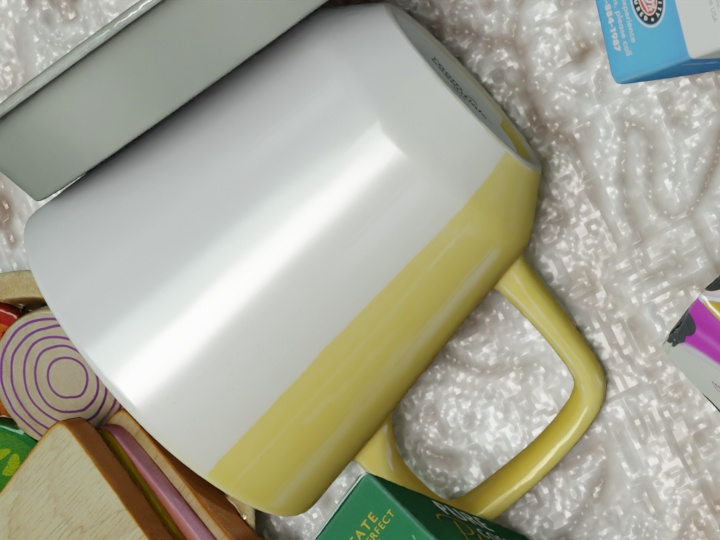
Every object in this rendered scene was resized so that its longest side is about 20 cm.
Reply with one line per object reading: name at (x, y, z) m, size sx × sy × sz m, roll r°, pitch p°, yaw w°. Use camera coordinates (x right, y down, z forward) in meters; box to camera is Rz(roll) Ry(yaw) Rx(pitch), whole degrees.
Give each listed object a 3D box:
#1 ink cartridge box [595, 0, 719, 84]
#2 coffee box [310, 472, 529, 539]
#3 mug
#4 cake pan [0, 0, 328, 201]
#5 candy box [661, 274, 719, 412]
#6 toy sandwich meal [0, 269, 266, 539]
ink cartridge box at (0.160, -0.141, 0.792) m, size 0.200 × 0.068 × 0.116 m, roll -15°, pitch 86°, yaw 51°
coffee box at (0.079, 0.153, 0.824) m, size 0.200 × 0.123 × 0.044 m, roll 42°, pitch 99°, yaw 34°
mug at (-0.006, -0.007, 0.900) m, size 0.153 × 0.187 × 0.149 m, roll -43°, pitch 42°, yaw 11°
cake pan at (-0.057, -0.089, 0.876) m, size 0.200 × 0.200 × 0.037 m, roll -33°, pitch 98°, yaw 23°
candy box at (0.213, 0.004, 0.758) m, size 0.200 × 0.061 × 0.136 m, roll -40°, pitch 79°, yaw -15°
toy sandwich meal at (-0.127, 0.100, 0.964) m, size 0.205 × 0.070 × 0.206 m, roll 6°, pitch 104°, yaw 27°
